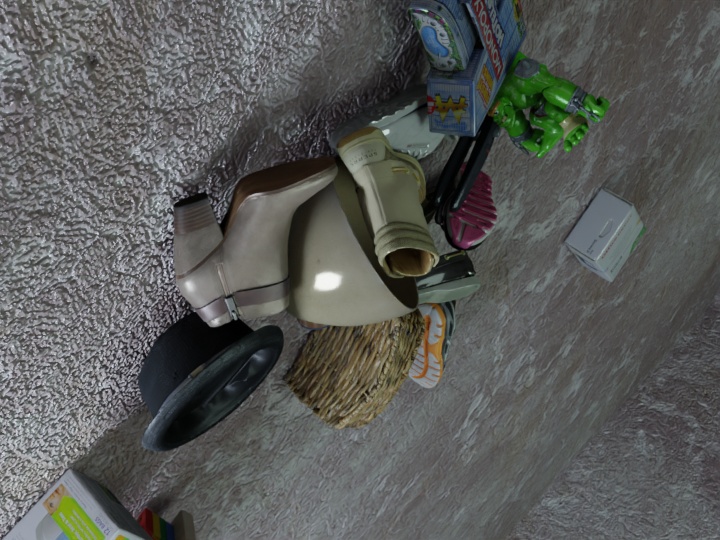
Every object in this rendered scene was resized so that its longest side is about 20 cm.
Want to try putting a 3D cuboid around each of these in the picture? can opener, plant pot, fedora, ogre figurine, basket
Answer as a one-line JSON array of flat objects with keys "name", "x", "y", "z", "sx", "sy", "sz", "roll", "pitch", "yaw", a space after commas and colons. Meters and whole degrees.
[{"name": "can opener", "x": 0.157, "y": -0.172, "z": 1.213, "sx": 0.079, "sy": 0.063, "sz": 0.201, "roll": 44, "pitch": 64, "yaw": -56}, {"name": "plant pot", "x": -0.036, "y": -0.013, "z": 1.033, "sx": 0.134, "sy": 0.201, "sz": 0.200, "roll": -29, "pitch": 156, "yaw": 15}, {"name": "fedora", "x": -0.185, "y": 0.112, "z": 1.000, "sx": 0.200, "sy": 0.092, "sz": 0.201, "roll": -38, "pitch": 162, "yaw": -14}, {"name": "ogre figurine", "x": 0.223, "y": -0.210, "z": 1.118, "sx": 0.098, "sy": 0.120, "sz": 0.200, "roll": -52, "pitch": -172, "yaw": 8}, {"name": "basket", "x": 0.015, "y": 0.129, "z": 1.279, "sx": 0.201, "sy": 0.142, "sz": 0.149, "roll": -59, "pitch": 150, "yaw": 9}]

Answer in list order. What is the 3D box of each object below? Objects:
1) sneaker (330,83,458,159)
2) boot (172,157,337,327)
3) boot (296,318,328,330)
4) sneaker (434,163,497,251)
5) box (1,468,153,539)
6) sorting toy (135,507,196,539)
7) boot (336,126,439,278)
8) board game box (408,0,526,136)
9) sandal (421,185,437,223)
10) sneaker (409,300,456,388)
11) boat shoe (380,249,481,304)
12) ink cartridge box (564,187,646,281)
[{"name": "sneaker", "x": 0.050, "y": -0.167, "z": 1.058, "sx": 0.199, "sy": 0.076, "sz": 0.081, "roll": -28, "pitch": 117, "yaw": -32}, {"name": "boot", "x": -0.103, "y": -0.025, "z": 0.930, "sx": 0.198, "sy": 0.070, "sz": 0.147, "roll": -16, "pitch": 114, "yaw": 2}, {"name": "boot", "x": 0.000, "y": 0.000, "z": 1.168, "sx": 0.199, "sy": 0.075, "sz": 0.097, "roll": -31, "pitch": 147, "yaw": -18}, {"name": "sneaker", "x": 0.150, "y": -0.075, "z": 1.278, "sx": 0.200, "sy": 0.073, "sz": 0.088, "roll": -77, "pitch": -170, "yaw": -55}, {"name": "box", "x": -0.350, "y": 0.349, "z": 0.998, "sx": 0.200, "sy": 0.112, "sz": 0.102, "roll": -47, "pitch": 149, "yaw": -12}, {"name": "sorting toy", "x": -0.292, "y": 0.413, "z": 1.099, "sx": 0.069, "sy": 0.199, "sz": 0.201, "roll": 37, "pitch": 89, "yaw": -17}, {"name": "boot", "x": 0.047, "y": -0.063, "z": 1.002, "sx": 0.072, "sy": 0.156, "sz": 0.200, "roll": -24, "pitch": 161, "yaw": 12}, {"name": "board game box", "x": 0.124, "y": -0.269, "z": 1.013, "sx": 0.200, "sy": 0.061, "sz": 0.201, "roll": 55, "pitch": 50, "yaw": -55}, {"name": "sandal", "x": 0.063, "y": -0.092, "z": 1.218, "sx": 0.082, "sy": 0.054, "sz": 0.200, "roll": -62, "pitch": 166, "yaw": 25}, {"name": "sneaker", "x": 0.129, "y": 0.125, "z": 1.521, "sx": 0.077, "sy": 0.078, "sz": 0.201, "roll": -40, "pitch": 151, "yaw": -42}, {"name": "boat shoe", "x": 0.061, "y": 0.015, "z": 1.155, "sx": 0.200, "sy": 0.061, "sz": 0.072, "roll": -9, "pitch": 161, "yaw": -23}, {"name": "ink cartridge box", "x": 0.537, "y": -0.075, "z": 1.906, "sx": 0.146, "sy": 0.087, "sz": 0.200, "roll": -57, "pitch": 153, "yaw": 3}]
